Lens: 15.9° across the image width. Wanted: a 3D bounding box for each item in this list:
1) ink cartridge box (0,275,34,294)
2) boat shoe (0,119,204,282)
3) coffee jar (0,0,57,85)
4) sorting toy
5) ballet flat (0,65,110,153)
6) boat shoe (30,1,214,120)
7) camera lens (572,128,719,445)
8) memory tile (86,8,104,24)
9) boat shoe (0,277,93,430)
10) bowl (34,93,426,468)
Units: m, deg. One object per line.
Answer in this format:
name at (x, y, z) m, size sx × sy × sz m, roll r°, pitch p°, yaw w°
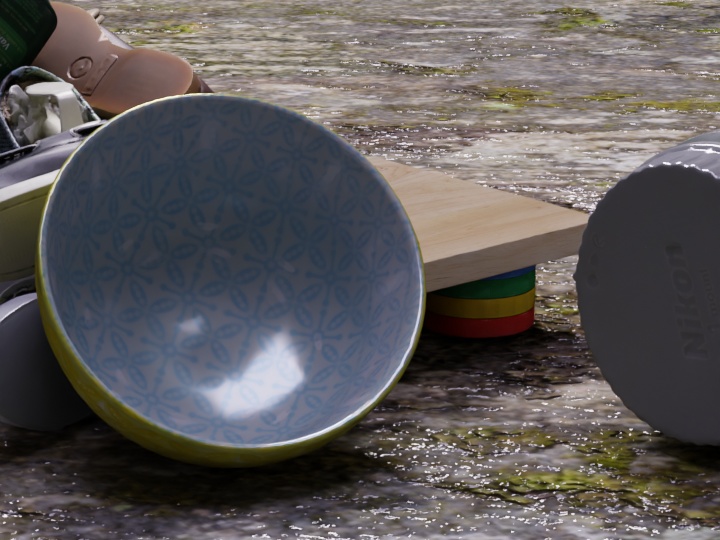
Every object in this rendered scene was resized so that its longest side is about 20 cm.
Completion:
ink cartridge box at (-0.174, -0.048, 1.639) m, size 0.145 × 0.088 × 0.200 m, roll 11°, pitch 22°, yaw 32°
boat shoe at (-0.131, -0.051, 1.378) m, size 0.199 × 0.075 × 0.066 m, roll -22°, pitch 41°, yaw -18°
coffee jar at (-0.272, -0.098, 1.537) m, size 0.104 × 0.085 × 0.200 m, roll 9°, pitch 62°, yaw 44°
sorting toy at (0.000, 0.000, 1.499) m, size 0.200 × 0.070 × 0.199 m, roll -13°, pitch 21°, yaw -40°
ballet flat at (-0.161, -0.063, 1.464) m, size 0.074 × 0.074 × 0.200 m, roll -9°, pitch 28°, yaw -30°
boat shoe at (-0.156, -0.107, 1.583) m, size 0.070 × 0.070 × 0.200 m, roll -48°, pitch 45°, yaw -13°
camera lens at (0.230, -0.002, 1.338) m, size 0.200 × 0.160 × 0.160 m, roll -15°, pitch 22°, yaw -43°
memory tile at (-0.260, -0.104, 1.741) m, size 0.200 × 0.017 × 0.153 m, roll -37°, pitch 11°, yaw 17°
boat shoe at (-0.166, 0.036, 1.368) m, size 0.068 × 0.074 × 0.199 m, roll 4°, pitch 14°, yaw 25°
bowl at (-0.076, 0.022, 1.315) m, size 0.200 × 0.201 × 0.108 m, roll -6°, pitch -25°, yaw -21°
